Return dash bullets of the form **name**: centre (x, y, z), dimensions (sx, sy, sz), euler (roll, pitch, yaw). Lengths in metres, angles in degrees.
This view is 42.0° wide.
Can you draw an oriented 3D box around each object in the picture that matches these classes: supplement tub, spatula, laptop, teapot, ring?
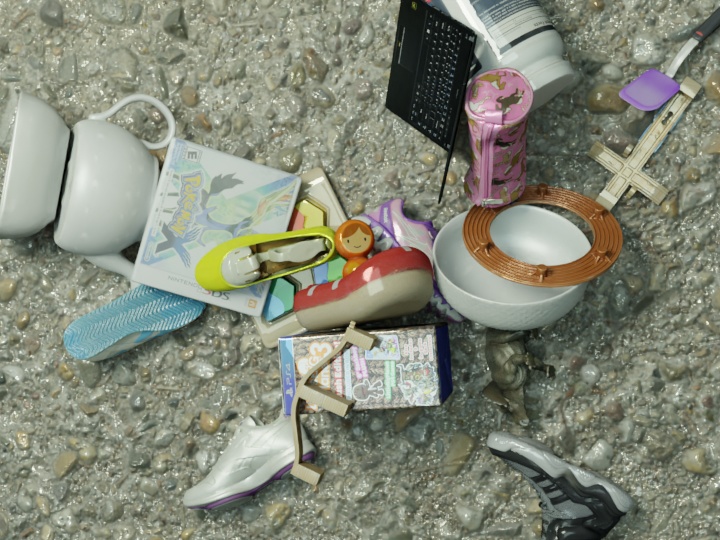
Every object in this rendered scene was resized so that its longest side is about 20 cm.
- **supplement tub**: centre (0.170, -0.300, 1.198), dimensions (0.140, 0.140, 0.201), euler (-31, 84, 9)
- **spatula**: centre (0.421, -0.282, 1.205), dimensions (0.200, 0.021, 0.057), euler (-47, 56, 3)
- **laptop**: centre (0.076, -0.216, 1.161), dimensions (0.200, 0.103, 0.178), euler (41, 141, 30)
- **teapot**: centre (-0.333, -0.111, 1.290), dimensions (0.145, 0.200, 0.198), euler (9, 49, -24)
- **ring**: centre (0.227, -0.051, 1.172), dimensions (0.199, 0.201, 0.019), euler (6, 131, 11)

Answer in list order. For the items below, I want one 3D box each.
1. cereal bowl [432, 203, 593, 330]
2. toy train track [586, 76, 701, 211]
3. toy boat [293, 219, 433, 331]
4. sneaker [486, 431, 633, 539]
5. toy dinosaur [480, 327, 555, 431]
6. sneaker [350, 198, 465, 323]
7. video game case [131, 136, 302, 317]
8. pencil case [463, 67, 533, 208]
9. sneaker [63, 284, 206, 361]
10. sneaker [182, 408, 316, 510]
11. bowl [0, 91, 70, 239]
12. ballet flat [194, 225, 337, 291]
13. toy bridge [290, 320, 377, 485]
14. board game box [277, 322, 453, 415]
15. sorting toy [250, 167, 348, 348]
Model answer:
- **cereal bowl**: centre (0.190, 0.006, 1.184), dimensions (0.199, 0.201, 0.084), euler (5, 131, 11)
- **toy train track**: centre (0.372, -0.163, 1.211), dimensions (0.114, 0.033, 0.200), euler (36, 95, 9)
- **toy boat**: centre (0.000, 0.000, 1.177), dimensions (0.200, 0.130, 0.132), euler (-16, 81, 51)
- **sneaker**: centre (0.239, 0.292, 1.203), dimensions (0.199, 0.075, 0.114), euler (26, 92, 6)
- **toy dinosaur**: centre (0.195, 0.101, 1.216), dimensions (0.102, 0.077, 0.201), euler (-19, 69, 42)
- **sneaker**: centre (0.080, -0.019, 1.247), dimensions (0.088, 0.081, 0.200), euler (-42, 85, -12)
- **video game case**: centre (-0.193, -0.056, 1.259), dimensions (0.181, 0.022, 0.201), euler (17, 95, -10)
- **pencil case**: centre (0.163, -0.154, 1.127), dimensions (0.082, 0.200, 0.087), euler (-21, 62, -5)
- **sneaker**: centre (-0.315, 0.068, 1.321), dimensions (0.199, 0.081, 0.077), euler (-20, 83, -10)
- **sneaker**: centre (-0.160, 0.262, 1.295), dimensions (0.199, 0.075, 0.100), euler (-29, 70, 5)
- **bowl**: centre (-0.456, -0.137, 1.305), dimensions (0.074, 0.200, 0.201), euler (11, 88, -21)
- **ballet flat**: centre (-0.122, -0.017, 1.230), dimensions (0.199, 0.067, 0.067), euler (-14, 101, -5)
- **toy bridge**: centre (-0.044, 0.153, 1.125), dimensions (0.067, 0.027, 0.201), euler (22, 97, 10)
- **board game box**: centre (0.012, 0.124, 1.210), dimensions (0.199, 0.159, 0.098), euler (-5, 88, 10)
- **sorting toy**: centre (-0.094, -0.018, 1.296), dimensions (0.184, 0.036, 0.201), euler (-27, 84, 9)
